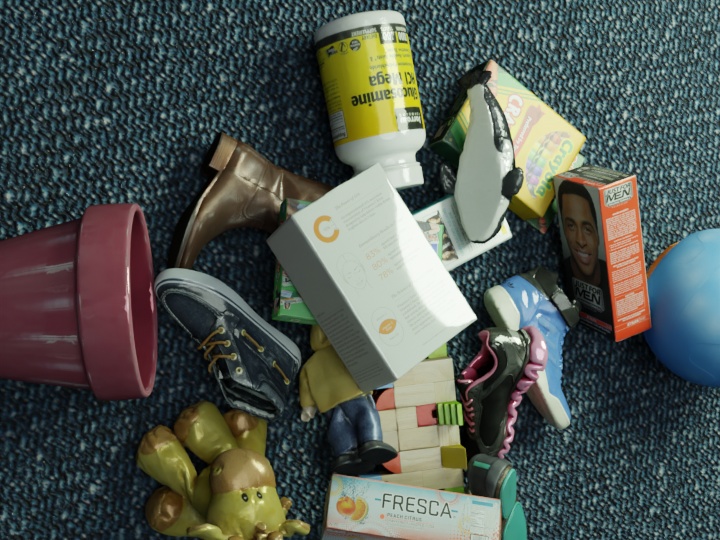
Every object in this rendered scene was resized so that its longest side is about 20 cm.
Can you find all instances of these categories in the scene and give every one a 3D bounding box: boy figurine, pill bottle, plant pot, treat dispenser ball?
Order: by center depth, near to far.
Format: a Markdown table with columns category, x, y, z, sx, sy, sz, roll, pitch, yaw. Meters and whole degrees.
| category | x | y | z | sx | sy | sz | roll | pitch | yaw |
| --- | --- | --- | --- | --- | --- | --- | --- | --- | --- |
| plant pot | -0.309 | 0.037 | 1.061 | 0.176 | 0.200 | 0.204 | -5 | 89 | -4 |
| boy figurine | -0.024 | 0.131 | 1.185 | 0.064 | 0.124 | 0.202 | 24 | 41 | -49 |
| pill bottle | 0.016 | -0.194 | 1.219 | 0.111 | 0.112 | 0.203 | -12 | 92 | -20 |
| treat dispenser ball | 0.460 | 0.048 | 1.324 | 0.198 | 0.200 | 0.205 | 1 | 87 | -20 |

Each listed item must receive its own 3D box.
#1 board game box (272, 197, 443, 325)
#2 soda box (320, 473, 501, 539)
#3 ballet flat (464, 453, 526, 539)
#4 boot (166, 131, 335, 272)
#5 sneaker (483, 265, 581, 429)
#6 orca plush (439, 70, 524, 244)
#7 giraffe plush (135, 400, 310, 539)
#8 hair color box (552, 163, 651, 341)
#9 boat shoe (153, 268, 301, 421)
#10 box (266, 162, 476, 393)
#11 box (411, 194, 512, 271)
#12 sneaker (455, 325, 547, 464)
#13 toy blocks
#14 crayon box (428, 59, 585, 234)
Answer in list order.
| category | x | y | z | sx | sy | sz | roll | pitch | yaw |
| --- | --- | --- | --- | --- | --- | --- | --- | --- | --- |
| board game box | 0.000 | 0.000 | 1.184 | 0.197 | 0.029 | 0.137 | 9 | 75 | -20 |
| soda box | 0.057 | 0.284 | 1.163 | 0.197 | 0.069 | 0.064 | 10 | 58 | -3 |
| ballet flat | 0.162 | 0.291 | 1.263 | 0.073 | 0.073 | 0.202 | -34 | 137 | -18 |
| boot | -0.108 | -0.039 | 1.200 | 0.198 | 0.064 | 0.189 | 26 | 81 | -22 |
| sneaker | 0.247 | 0.092 | 1.310 | 0.110 | 0.077 | 0.202 | -27 | 91 | -9 |
| orca plush | 0.151 | -0.136 | 1.254 | 0.071 | 0.104 | 0.203 | -4 | 79 | -62 |
| giraffe plush | -0.141 | 0.247 | 1.117 | 0.171 | 0.162 | 0.202 | -28 | 97 | -19 |
| hair color box | 0.304 | -0.024 | 1.297 | 0.060 | 0.101 | 0.203 | -18 | 109 | -19 |
| boat shoe | -0.151 | 0.083 | 1.145 | 0.199 | 0.071 | 0.092 | 36 | 41 | -21 |
| box | 0.010 | 0.009 | 1.113 | 0.124 | 0.097 | 0.202 | -32 | 90 | -27 |
| box | 0.084 | -0.035 | 1.271 | 0.198 | 0.049 | 0.083 | -26 | 96 | -19 |
| sneaker | 0.148 | 0.152 | 1.245 | 0.094 | 0.079 | 0.203 | 9 | 111 | -26 |
| toy blocks | 0.047 | 0.186 | 1.234 | 0.134 | 0.100 | 0.204 | -5 | 92 | -8 |
| crayon box | 0.201 | -0.156 | 1.318 | 0.199 | 0.051 | 0.128 | 35 | 77 | -16 |
